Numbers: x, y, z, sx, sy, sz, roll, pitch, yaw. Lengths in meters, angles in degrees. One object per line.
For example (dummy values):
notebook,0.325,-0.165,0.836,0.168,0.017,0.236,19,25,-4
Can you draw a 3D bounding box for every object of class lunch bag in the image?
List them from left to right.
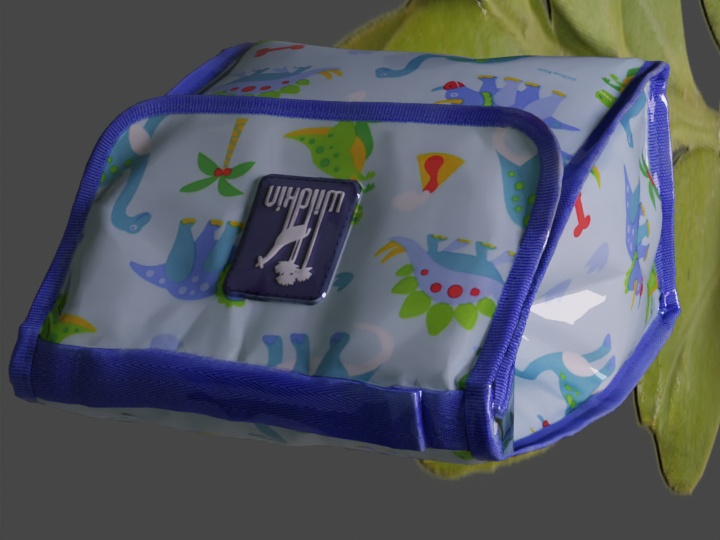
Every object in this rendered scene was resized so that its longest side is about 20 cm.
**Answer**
lunch bag,0.000,0.000,0.971,0.200,0.170,0.127,-48,137,-55
